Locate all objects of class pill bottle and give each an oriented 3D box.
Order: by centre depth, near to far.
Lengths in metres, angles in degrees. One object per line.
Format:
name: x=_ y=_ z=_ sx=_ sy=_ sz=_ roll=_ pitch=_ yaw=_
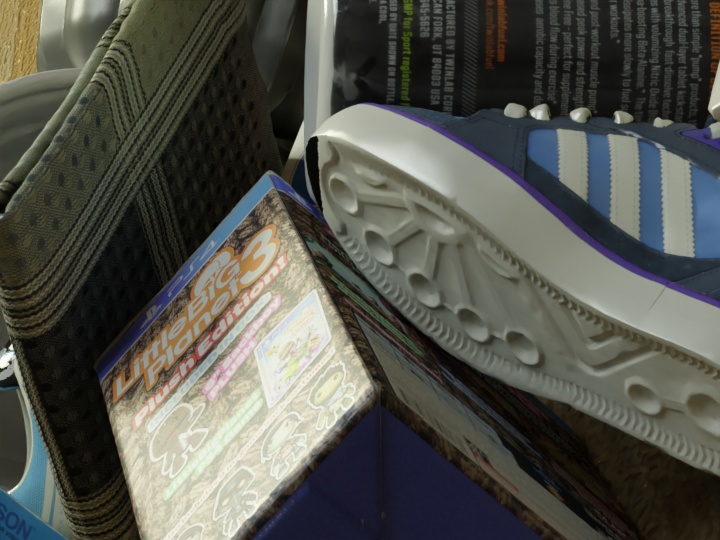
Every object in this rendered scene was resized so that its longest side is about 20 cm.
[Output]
pill bottle: x=0.082 y=-0.070 z=0.940 sx=0.106 sy=0.199 sz=0.107 roll=-178 pitch=90 yaw=-86

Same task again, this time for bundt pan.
bundt pan: x=-0.066 y=-0.090 z=1.268 sx=0.201 sy=0.201 sz=0.076 roll=-13 pitch=59 yaw=56

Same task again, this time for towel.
towel: x=-0.081 y=-0.010 z=1.016 sx=0.034 sy=0.193 sz=0.200 roll=6 pitch=43 yaw=22

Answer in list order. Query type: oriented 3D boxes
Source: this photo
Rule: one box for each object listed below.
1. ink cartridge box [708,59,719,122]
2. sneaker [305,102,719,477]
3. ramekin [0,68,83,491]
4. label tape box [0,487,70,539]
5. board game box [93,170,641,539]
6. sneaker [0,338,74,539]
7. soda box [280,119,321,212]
ink cartridge box: x=0.217 y=-0.096 z=0.788 sx=0.147 sy=0.145 sz=0.201 roll=-28 pitch=31 yaw=43
sneaker: x=0.099 y=-0.026 z=0.869 sx=0.199 sy=0.081 sz=0.146 roll=30 pitch=55 yaw=27
ramekin: x=-0.126 y=0.015 z=1.198 sx=0.201 sy=0.200 sz=0.105 roll=-54 pitch=7 yaw=-11
label tape box: x=-0.172 y=0.158 z=1.117 sx=0.200 sy=0.144 sz=0.064 roll=-19 pitch=37 yaw=51
board game box: x=0.010 y=0.080 z=0.880 sx=0.097 sy=0.159 sz=0.200 roll=-47 pitch=22 yaw=8
sneaker: x=-0.114 y=0.022 z=1.111 sx=0.072 sy=0.072 sz=0.201 roll=148 pitch=137 yaw=-76
soda box: x=0.000 y=0.000 z=1.064 sx=0.068 sy=0.064 sz=0.201 roll=-11 pitch=46 yaw=39
